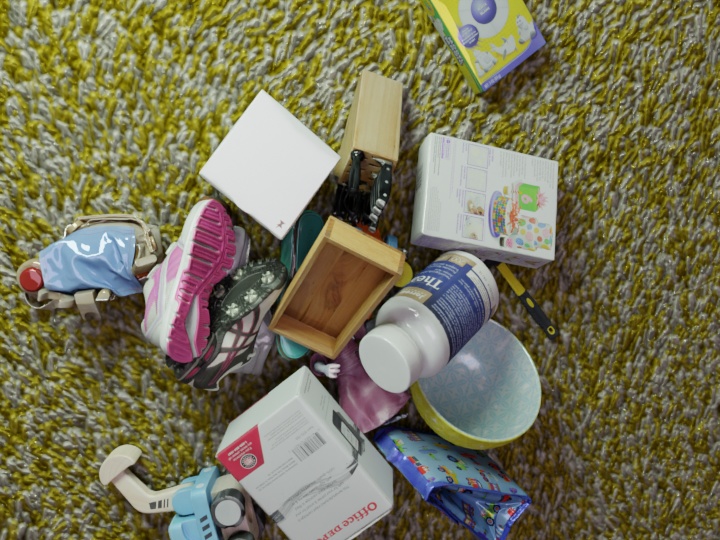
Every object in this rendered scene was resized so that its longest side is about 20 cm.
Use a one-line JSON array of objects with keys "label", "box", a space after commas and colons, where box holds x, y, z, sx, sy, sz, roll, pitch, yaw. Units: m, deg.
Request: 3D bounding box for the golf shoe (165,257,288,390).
[{"label": "golf shoe", "box": [-0.161, 0.069, 0.906, 0.200, 0.077, 0.088, -44, 135, 2]}]

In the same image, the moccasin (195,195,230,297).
[{"label": "moccasin", "box": [-0.222, 0.002, 0.936, 0.072, 0.078, 0.205, 25, 94, -13]}]

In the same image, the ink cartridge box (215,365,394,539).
[{"label": "ink cartridge box", "box": [-0.067, 0.255, 0.917, 0.144, 0.084, 0.201, -36, 103, 13]}]

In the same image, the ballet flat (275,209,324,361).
[{"label": "ballet flat", "box": [-0.084, 0.020, 0.962, 0.066, 0.070, 0.206, 8, 85, -22]}]

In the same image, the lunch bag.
[{"label": "lunch bag", "box": [0.114, 0.284, 0.974, 0.198, 0.150, 0.095, 32, 93, -32]}]

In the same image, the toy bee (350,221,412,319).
[{"label": "toy bee", "box": [0.000, 0.000, 0.916, 0.128, 0.200, 0.112, 17, 102, 9]}]

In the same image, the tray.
[{"label": "tray", "box": [-0.034, 0.027, 0.843, 0.097, 0.038, 0.201, 25, 138, -10]}]

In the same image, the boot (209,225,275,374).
[{"label": "boot", "box": [-0.156, 0.045, 0.967, 0.093, 0.074, 0.205, 10, 103, -20]}]

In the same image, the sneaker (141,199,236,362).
[{"label": "sneaker", "box": [-0.221, 0.006, 0.862, 0.081, 0.086, 0.205, 40, 61, -53]}]

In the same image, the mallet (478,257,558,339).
[{"label": "mallet", "box": [0.228, 0.033, 1.043, 0.065, 0.041, 0.202, -35, 107, -4]}]

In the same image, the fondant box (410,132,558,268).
[{"label": "fondant box", "box": [0.174, -0.095, 0.975, 0.194, 0.058, 0.148, 10, 75, -10]}]

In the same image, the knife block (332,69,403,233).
[{"label": "knife block", "box": [0.016, -0.157, 0.902, 0.062, 0.176, 0.205, 15, 96, -12]}]

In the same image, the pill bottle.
[{"label": "pill bottle", "box": [0.088, 0.067, 0.913, 0.199, 0.110, 0.113, -37, 107, -39]}]

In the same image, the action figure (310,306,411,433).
[{"label": "action figure", "box": [-0.013, 0.132, 0.999, 0.132, 0.149, 0.204, -25, 83, -28]}]

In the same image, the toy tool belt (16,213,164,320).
[{"label": "toy tool belt", "box": [-0.350, -0.003, 0.890, 0.194, 0.123, 0.128, -12, 101, -7]}]

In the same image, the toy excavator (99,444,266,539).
[{"label": "toy excavator", "box": [-0.249, 0.330, 0.983, 0.195, 0.100, 0.200, -13, 100, 2]}]

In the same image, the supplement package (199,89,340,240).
[{"label": "supplement package", "box": [-0.114, -0.132, 0.871, 0.120, 0.200, 0.121, 38, 92, -14]}]

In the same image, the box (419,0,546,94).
[{"label": "box", "box": [0.156, -0.363, 0.960, 0.116, 0.048, 0.202, -36, 101, -3]}]

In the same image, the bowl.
[{"label": "bowl", "box": [0.148, 0.172, 1.001, 0.195, 0.204, 0.109, 12, 140, -11]}]
